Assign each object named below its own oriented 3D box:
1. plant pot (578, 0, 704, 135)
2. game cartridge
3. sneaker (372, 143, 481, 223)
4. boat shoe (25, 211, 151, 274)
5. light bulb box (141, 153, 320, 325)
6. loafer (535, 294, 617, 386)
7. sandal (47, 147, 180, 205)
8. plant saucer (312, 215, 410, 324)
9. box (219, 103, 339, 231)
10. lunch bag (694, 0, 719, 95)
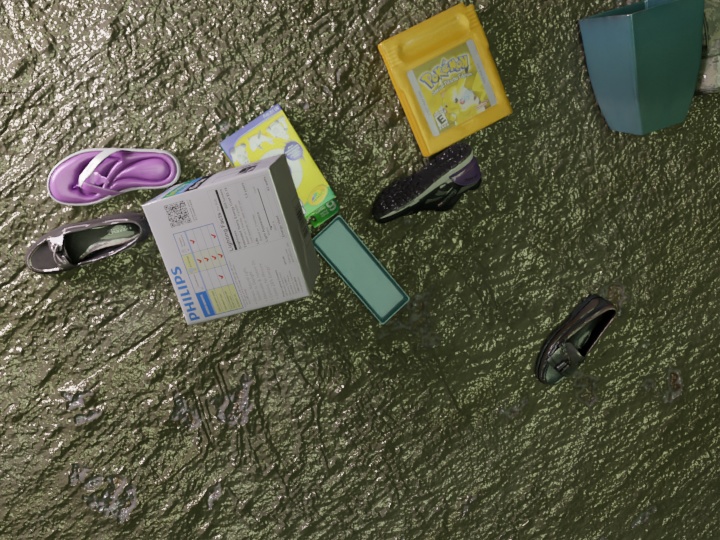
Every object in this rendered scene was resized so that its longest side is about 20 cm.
[{"bbox_3d":[0.481,-0.344,1.041,0.140,0.141,0.203,-17,111,-8],"label":"plant pot"},{"bbox_3d":[0.145,-0.321,1.025,0.175,0.032,0.202,-28,106,-6],"label":"game cartridge"},{"bbox_3d":[0.119,-0.123,1.038,0.199,0.076,0.088,-31,126,6],"label":"sneaker"},{"bbox_3d":[-0.424,-0.044,0.942,0.198,0.057,0.068,-20,104,-8],"label":"boat shoe"},{"bbox_3d":[-0.187,-0.048,0.928,0.197,0.125,0.201,-13,108,9],"label":"light bulb box"},{"bbox_3d":[0.407,0.135,1.152,0.071,0.063,0.201,35,92,-16],"label":"loafer"},{"bbox_3d":[-0.380,-0.150,0.935,0.200,0.050,0.084,-14,103,-9],"label":"sandal"},{"bbox_3d":[0.000,0.000,1.063,0.070,0.019,0.200,-41,107,-2],"label":"plant saucer"},{"bbox_3d":[-0.126,-0.151,0.992,0.117,0.048,0.201,-34,107,-3],"label":"box"},{"bbox_3d":[0.635,-0.401,1.059,0.197,0.139,0.170,-12,104,-10],"label":"lunch bag"}]
